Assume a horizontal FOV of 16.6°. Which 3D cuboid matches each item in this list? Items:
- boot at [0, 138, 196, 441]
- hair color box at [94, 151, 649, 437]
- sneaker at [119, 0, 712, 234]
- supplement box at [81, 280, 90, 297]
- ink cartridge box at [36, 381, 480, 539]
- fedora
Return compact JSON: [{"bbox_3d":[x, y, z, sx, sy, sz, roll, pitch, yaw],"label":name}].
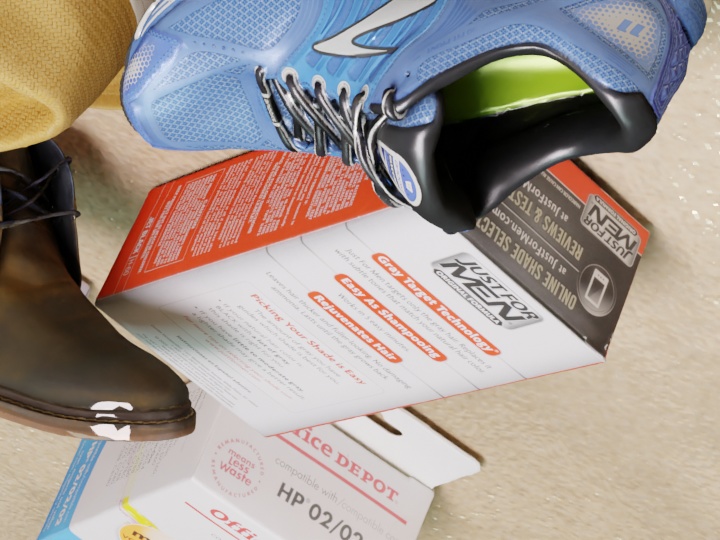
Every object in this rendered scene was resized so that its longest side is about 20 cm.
[{"bbox_3d":[-0.136,-0.006,0.938,0.200,0.097,0.075,23,-162,33],"label":"boot"},{"bbox_3d":[0.000,0.000,0.928,0.101,0.061,0.200,40,147,-27],"label":"hair color box"},{"bbox_3d":[0.008,-0.060,0.776,0.199,0.089,0.079,-6,139,27],"label":"sneaker"},{"bbox_3d":[-0.231,-0.008,1.073,0.200,0.061,0.109,34,147,-19],"label":"supplement box"},{"bbox_3d":[-0.050,0.109,1.127,0.115,0.068,0.200,35,148,-19],"label":"ink cartridge box"},{"bbox_3d":[-0.144,-0.095,0.851,0.200,0.082,0.201,17,150,10],"label":"fedora"}]
